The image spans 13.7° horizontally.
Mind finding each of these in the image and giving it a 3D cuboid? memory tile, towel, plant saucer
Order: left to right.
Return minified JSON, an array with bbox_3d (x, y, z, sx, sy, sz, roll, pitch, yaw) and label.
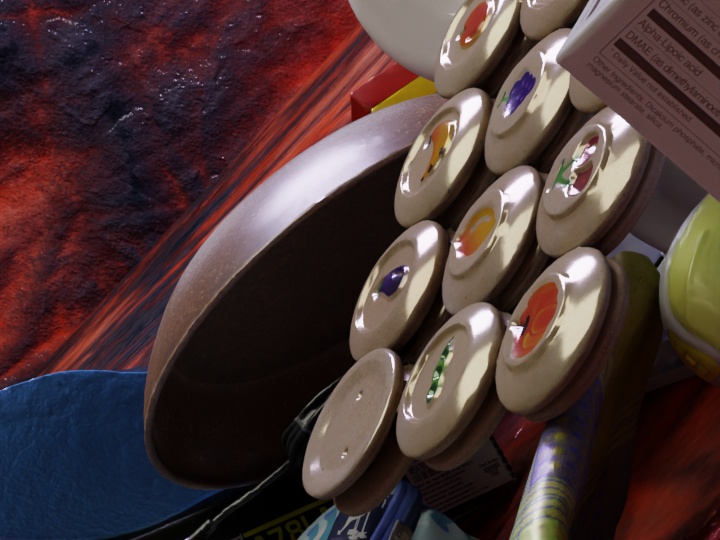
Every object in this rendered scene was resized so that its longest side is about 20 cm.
[{"bbox_3d":[0.000,0.000,1.067,0.200,0.037,0.200,-30,-26,-16],"label":"plant saucer"},{"bbox_3d":[0.046,-0.030,0.890,0.153,0.017,0.200,-31,36,54],"label":"memory tile"},{"bbox_3d":[0.055,0.093,0.857,0.200,0.023,0.144,-61,-16,-62],"label":"towel"}]

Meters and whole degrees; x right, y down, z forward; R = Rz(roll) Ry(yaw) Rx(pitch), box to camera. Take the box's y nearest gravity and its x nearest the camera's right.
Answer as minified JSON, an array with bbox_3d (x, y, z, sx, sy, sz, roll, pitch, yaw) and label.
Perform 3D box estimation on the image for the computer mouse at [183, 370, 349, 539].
[{"bbox_3d":[-0.038,0.091,0.999,0.200,0.034,0.059,-45,-9,8],"label":"computer mouse"}]

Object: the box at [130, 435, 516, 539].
[{"bbox_3d":[-0.063,0.135,1.170,0.200,0.048,0.193,-20,-13,-44],"label":"box"}]

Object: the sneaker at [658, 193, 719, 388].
[{"bbox_3d":[0.179,-0.038,0.886,0.200,0.076,0.105,-52,26,-17],"label":"sneaker"}]

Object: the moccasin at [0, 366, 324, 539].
[{"bbox_3d":[-0.079,0.078,1.146,0.200,0.081,0.068,-9,-23,-26],"label":"moccasin"}]

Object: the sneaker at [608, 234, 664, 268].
[{"bbox_3d":[0.078,-0.024,1.295,0.075,0.081,0.200,-52,6,-6],"label":"sneaker"}]

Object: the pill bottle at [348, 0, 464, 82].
[{"bbox_3d":[0.083,-0.113,1.124,0.113,0.113,0.200,-48,-22,16],"label":"pill bottle"}]

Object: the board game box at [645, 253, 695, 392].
[{"bbox_3d":[0.158,-0.041,1.114,0.200,0.026,0.200,-53,8,-20],"label":"board game box"}]

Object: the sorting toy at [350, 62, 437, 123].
[{"bbox_3d":[0.021,-0.030,1.392,0.200,0.070,0.199,-52,-13,16],"label":"sorting toy"}]

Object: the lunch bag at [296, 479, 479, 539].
[{"bbox_3d":[-0.031,0.171,0.984,0.200,0.082,0.161,-45,12,38],"label":"lunch bag"}]

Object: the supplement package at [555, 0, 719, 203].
[{"bbox_3d":[0.169,-0.087,0.781,0.111,0.156,0.200,-44,10,42],"label":"supplement package"}]

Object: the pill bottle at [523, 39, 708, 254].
[{"bbox_3d":[0.150,-0.105,0.993,0.200,0.116,0.116,-51,8,-18],"label":"pill bottle"}]
